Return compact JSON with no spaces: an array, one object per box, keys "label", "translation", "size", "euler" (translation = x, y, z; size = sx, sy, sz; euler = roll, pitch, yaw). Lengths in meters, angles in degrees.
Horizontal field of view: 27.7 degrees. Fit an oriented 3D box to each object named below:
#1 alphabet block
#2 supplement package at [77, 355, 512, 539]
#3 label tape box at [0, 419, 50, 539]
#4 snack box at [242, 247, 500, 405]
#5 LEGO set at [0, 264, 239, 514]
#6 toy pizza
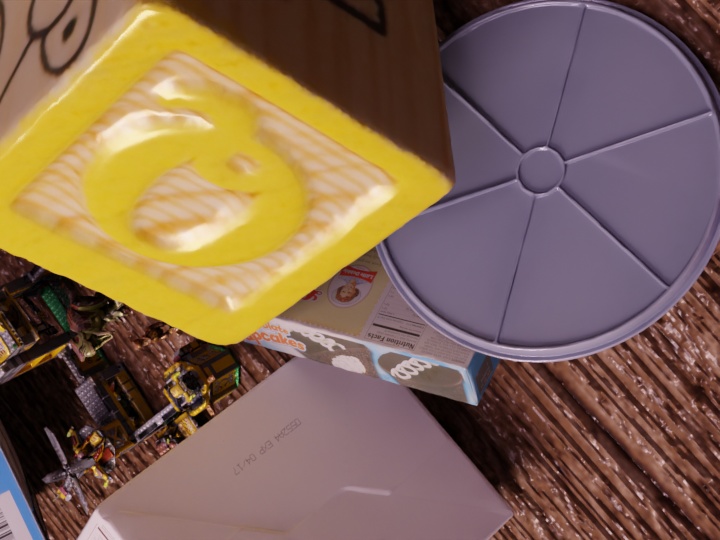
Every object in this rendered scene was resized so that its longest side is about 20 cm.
[{"label":"alphabet block","translation":[-0.086,-0.112,0.771],"size":[0.195,0.195,0.201],"euler":[-35,43,36]},{"label":"supplement package","translation":[-0.042,0.159,0.858],"size":[0.156,0.200,0.111],"euler":[49,147,8]},{"label":"label tape box","translation":[-0.290,0.133,1.078],"size":[0.200,0.063,0.145],"euler":[37,149,66]},{"label":"snack box","translation":[0.000,0.000,0.852],"size":[0.198,0.117,0.037],"euler":[14,146,28]},{"label":"LEGO set","translation":[-0.190,0.054,0.985],"size":[0.153,0.116,0.201],"euler":[-28,90,35]},{"label":"toy pizza","translation":[0.100,-0.049,0.783],"size":[0.198,0.032,0.202],"euler":[-5,76,19]}]
